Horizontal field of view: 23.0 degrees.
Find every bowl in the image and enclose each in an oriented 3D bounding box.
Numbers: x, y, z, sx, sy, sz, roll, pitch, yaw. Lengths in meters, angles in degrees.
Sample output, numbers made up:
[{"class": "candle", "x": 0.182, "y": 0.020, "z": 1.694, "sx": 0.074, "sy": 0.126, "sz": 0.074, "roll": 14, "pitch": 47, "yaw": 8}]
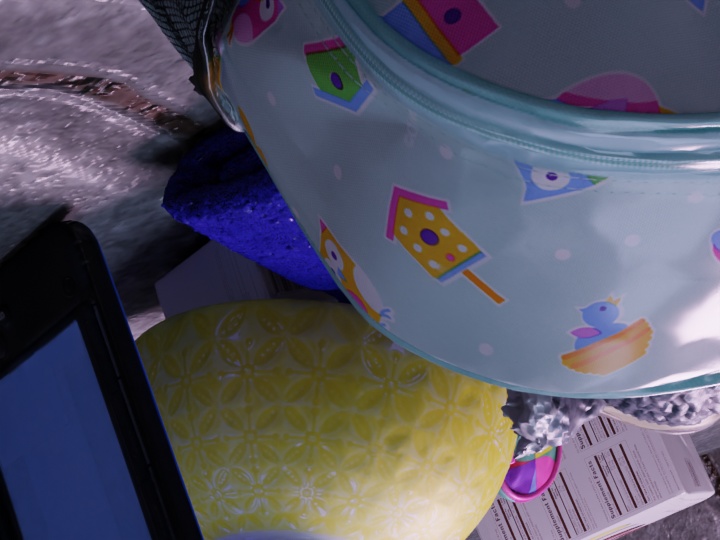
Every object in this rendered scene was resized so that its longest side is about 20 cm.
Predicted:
[{"class": "bowl", "x": -0.024, "y": 0.107, "z": 0.843, "sx": 0.197, "sy": 0.109, "sz": 0.201, "roll": 4, "pitch": 152, "yaw": 2}]

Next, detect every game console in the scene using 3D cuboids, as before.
[{"class": "game console", "x": -0.168, "y": 0.104, "z": 0.729, "sx": 0.118, "sy": 0.202, "sz": 0.170, "roll": -7, "pitch": 159, "yaw": -46}]

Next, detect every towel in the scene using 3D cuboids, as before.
[{"class": "towel", "x": 0.030, "y": -0.018, "z": 0.756, "sx": 0.147, "sy": 0.050, "sz": 0.199, "roll": -24, "pitch": 147, "yaw": 28}]

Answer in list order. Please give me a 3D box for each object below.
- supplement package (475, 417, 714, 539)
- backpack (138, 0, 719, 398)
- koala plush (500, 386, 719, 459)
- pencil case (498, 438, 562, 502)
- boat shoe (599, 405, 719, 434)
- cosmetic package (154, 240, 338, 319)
[{"class": "supplement package", "x": 0.216, "y": 0.193, "z": 1.729, "sx": 0.198, "sy": 0.148, "sz": 0.191, "roll": -27, "pitch": 165, "yaw": 15}, {"class": "backpack", "x": 0.048, "y": -0.079, "z": 0.388, "sx": 0.174, "sy": 0.201, "sz": 0.154, "roll": -13, "pitch": 148, "yaw": -23}, {"class": "koala plush", "x": 0.100, "y": -0.014, "z": 0.614, "sx": 0.175, "sy": 0.185, "sz": 0.201, "roll": -20, "pitch": 140, "yaw": 2}, {"class": "pencil case", "x": 0.043, "y": 0.116, "z": 1.211, "sx": 0.199, "sy": 0.090, "sz": 0.088, "roll": -8, "pitch": 179, "yaw": 45}, {"class": "boat shoe", "x": 0.106, "y": 0.033, "z": 0.896, "sx": 0.197, "sy": 0.075, "sz": 0.074, "roll": 3, "pitch": 144, "yaw": -16}, {"class": "cosmetic package", "x": 0.000, "y": 0.000, "z": 0.902, "sx": 0.199, "sy": 0.051, "sz": 0.082, "roll": -8, "pitch": 161, "yaw": -43}]
